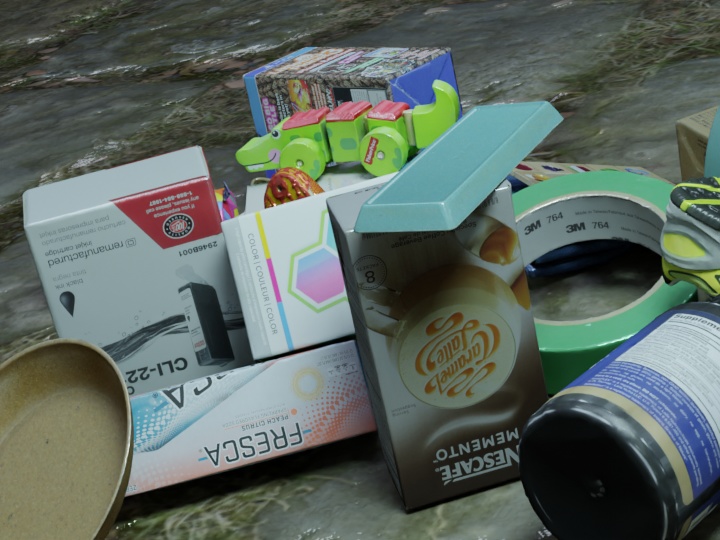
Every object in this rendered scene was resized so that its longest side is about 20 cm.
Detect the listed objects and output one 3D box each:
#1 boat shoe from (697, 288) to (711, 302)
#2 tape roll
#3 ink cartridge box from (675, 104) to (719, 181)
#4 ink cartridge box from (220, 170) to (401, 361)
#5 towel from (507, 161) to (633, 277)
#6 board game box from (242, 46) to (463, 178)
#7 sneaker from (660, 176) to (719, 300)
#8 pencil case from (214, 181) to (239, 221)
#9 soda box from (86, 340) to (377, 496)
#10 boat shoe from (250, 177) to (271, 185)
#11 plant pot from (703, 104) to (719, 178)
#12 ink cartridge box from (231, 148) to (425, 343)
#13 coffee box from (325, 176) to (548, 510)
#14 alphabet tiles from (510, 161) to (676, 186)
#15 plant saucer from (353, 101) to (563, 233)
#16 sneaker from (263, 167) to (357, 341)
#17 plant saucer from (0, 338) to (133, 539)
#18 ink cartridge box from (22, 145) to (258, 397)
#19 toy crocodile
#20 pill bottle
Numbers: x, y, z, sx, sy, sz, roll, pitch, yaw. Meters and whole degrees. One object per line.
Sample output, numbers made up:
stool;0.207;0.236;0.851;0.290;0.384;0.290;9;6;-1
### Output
boat shoe;0.319;0.044;1.124;0.199;0.063;0.071;7;27;40
tape roll;0.169;0.006;1.249;0.199;0.048;0.201;-12;40;10
ink cartridge box;0.386;-0.092;1.394;0.164;0.076;0.200;-18;26;-13
ink cartridge box;0.008;-0.009;1.204;0.199;0.105;0.059;-15;-6;4
towel;0.153;-0.050;1.473;0.111;0.049;0.200;-10;21;-21
board game box;0.000;-0.129;1.626;0.199;0.161;0.097;8;28;43
sneaker;0.286;0.013;1.091;0.075;0.077;0.200;-24;48;-40
pencil case;-0.205;-0.025;1.594;0.198;0.089;0.088;-12;21;8
soda box;-0.090;0.106;1.184;0.199;0.069;0.064;-15;-3;-4
boat shoe;-0.054;-0.048;1.568;0.071;0.077;0.199;-25;24;-30
plant pot;0.341;-0.068;1.183;0.160;0.202;0.200;7;28;33
ink cartridge box;-0.012;-0.012;1.376;0.198;0.129;0.125;-12;20;3
coffee box;0.056;0.041;1.096;0.114;0.201;0.080;-16;21;-6
alphabet tiles;0.234;-0.059;1.424;0.166;0.008;0.200;1;21;-29
plant saucer;0.066;-0.070;1.067;0.069;0.019;0.200;-2;24;28
sneaker;0.000;0.000;1.286;0.073;0.200;0.077;-37;4;40
plant saucer;-0.220;0.144;1.119;0.199;0.035;0.201;-21;52;28
ink cartridge box;-0.164;0.024;1.279;0.143;0.201;0.084;-15;24;-5
toy crocodile;-0.011;-0.113;1.366;0.199;0.062;0.068;-5;20;26
pill bottle;0.197;0.088;1.017;0.111;0.113;0.200;8;29;44
